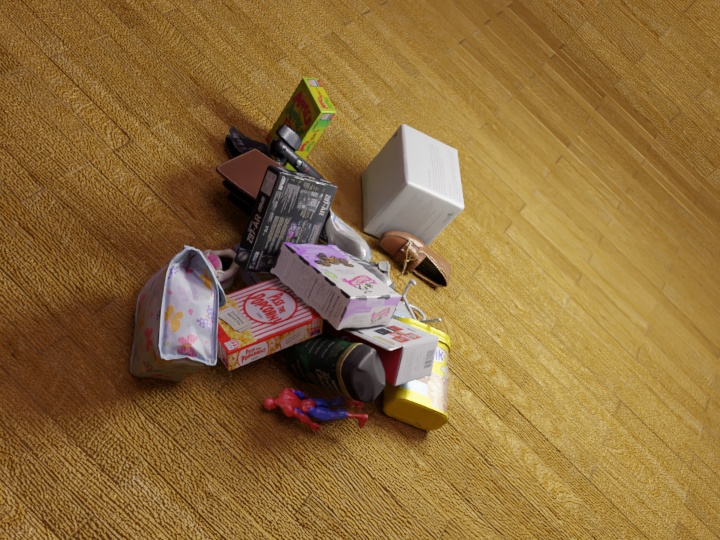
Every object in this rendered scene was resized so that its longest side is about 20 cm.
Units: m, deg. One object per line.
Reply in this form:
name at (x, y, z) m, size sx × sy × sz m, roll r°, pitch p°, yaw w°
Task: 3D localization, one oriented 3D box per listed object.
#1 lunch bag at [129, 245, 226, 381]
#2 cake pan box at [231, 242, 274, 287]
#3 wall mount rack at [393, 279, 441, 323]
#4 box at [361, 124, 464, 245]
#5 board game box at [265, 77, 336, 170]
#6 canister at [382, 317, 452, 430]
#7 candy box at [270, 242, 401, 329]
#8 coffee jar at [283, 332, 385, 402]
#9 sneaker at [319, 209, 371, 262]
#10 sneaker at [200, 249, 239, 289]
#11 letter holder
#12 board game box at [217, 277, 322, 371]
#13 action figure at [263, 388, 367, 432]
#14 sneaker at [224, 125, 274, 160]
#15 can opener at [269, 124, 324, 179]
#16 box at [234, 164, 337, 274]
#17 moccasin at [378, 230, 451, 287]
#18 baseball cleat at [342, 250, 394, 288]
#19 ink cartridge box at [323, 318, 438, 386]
lunch bag at (-0.312, 0.074, 1.455) m, size 0.125 × 0.169 × 0.204 m, roll 10°, pitch 69°, yaw -30°
cake pan box at (-0.153, 0.003, 1.767) m, size 0.199 × 0.052 × 0.186 m, roll -23°, pitch 74°, yaw -47°
wall mount rack at (0.083, 0.072, 1.848) m, size 0.197 × 0.075 × 0.175 m, roll 15°, pitch 27°, yaw -28°
box at (0.121, -0.192, 2.030) m, size 0.169 × 0.200 × 0.202 m, roll 21°, pitch 46°, yaw -25°
board game box at (-0.139, -0.332, 1.942) m, size 0.047 × 0.200 × 0.103 m, roll -7°, pitch 60°, yaw -40°
canister at (0.118, 0.217, 1.773) m, size 0.146 × 0.087 × 0.203 m, roll 23°, pitch 46°, yaw -20°
candy box at (-0.046, 0.028, 1.631) m, size 0.199 × 0.072 × 0.166 m, roll 37°, pitch 21°, yaw 31°
coffee jar at (-0.047, 0.176, 1.586) m, size 0.085 × 0.198 × 0.105 m, roll -46°, pitch 130°, yaw -31°
sneaker at (-0.054, -0.083, 1.913) m, size 0.200 × 0.072 × 0.072 m, roll 46°, pitch 7°, yaw 13°
sneaker at (-0.307, 0.005, 1.615) m, size 0.082 × 0.088 × 0.199 m, roll 49°, pitch 42°, yaw 9°
letter holder at (-0.200, -0.147, 1.771) m, size 0.198 × 0.102 × 0.142 m, roll 33°, pitch 38°, yaw 19°
board game box at (-0.191, 0.093, 1.581) m, size 0.197 × 0.047 × 0.151 m, roll -20°, pitch 42°, yaw -28°
action figure at (-0.087, 0.260, 1.592) m, size 0.196 × 0.052 × 0.066 m, roll 13°, pitch 42°, yaw -22°
sneaker at (-0.216, -0.243, 1.915) m, size 0.197 × 0.060 × 0.106 m, roll 20°, pitch 50°, yaw -19°
can opener at (-0.134, -0.240, 1.904) m, size 0.200 × 0.078 × 0.064 m, roll 45°, pitch 4°, yaw -44°
box at (-0.144, -0.091, 1.648) m, size 0.043 × 0.203 × 0.159 m, roll 32°, pitch 16°, yaw 39°
moccasin at (0.128, -0.025, 1.998) m, size 0.200 × 0.073 × 0.078 m, roll 38°, pitch 32°, yaw -21°
baseball cleat at (0.000, 0.000, 1.825) m, size 0.105 × 0.071 × 0.200 m, roll -23°, pitch 44°, yaw -25°
ink cartridge box at (0.022, 0.146, 1.657) m, size 0.198 × 0.086 × 0.174 m, roll 21°, pitch 15°, yaw 35°
